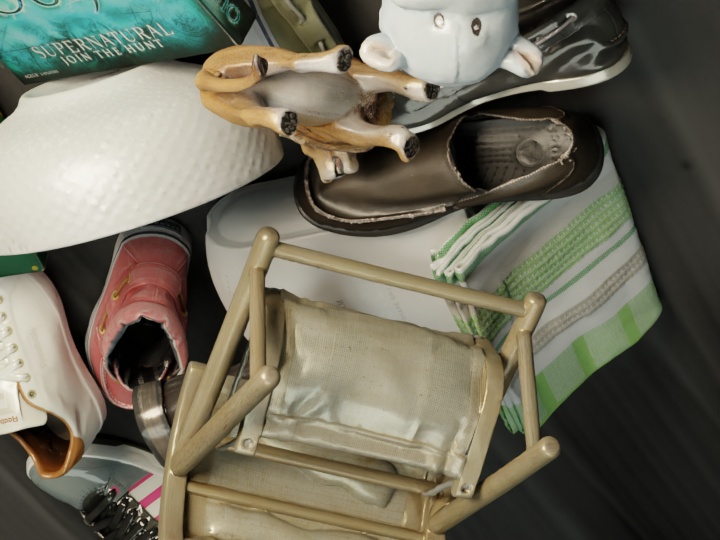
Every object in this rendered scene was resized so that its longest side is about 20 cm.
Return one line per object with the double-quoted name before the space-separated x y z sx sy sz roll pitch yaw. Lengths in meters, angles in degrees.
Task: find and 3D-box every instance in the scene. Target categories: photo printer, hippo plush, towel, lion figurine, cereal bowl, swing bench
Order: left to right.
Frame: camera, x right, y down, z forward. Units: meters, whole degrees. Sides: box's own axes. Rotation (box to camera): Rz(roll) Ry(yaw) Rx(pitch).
"cereal bowl" -0.153 -0.080 1.399 0.199 0.200 0.084 -13 104 18
"lion figurine" -0.038 -0.101 1.309 0.122 0.073 0.200 14 175 38
"swing bench" -0.005 0.101 1.451 0.198 0.130 0.200 14 136 -17
"photo printer" 0.000 0.000 1.555 0.199 0.070 0.167 -10 139 15
"hippo plush" 0.026 -0.180 1.265 0.158 0.162 0.201 5 140 -3
"towel" 0.132 0.012 1.528 0.149 0.031 0.200 -39 137 -11

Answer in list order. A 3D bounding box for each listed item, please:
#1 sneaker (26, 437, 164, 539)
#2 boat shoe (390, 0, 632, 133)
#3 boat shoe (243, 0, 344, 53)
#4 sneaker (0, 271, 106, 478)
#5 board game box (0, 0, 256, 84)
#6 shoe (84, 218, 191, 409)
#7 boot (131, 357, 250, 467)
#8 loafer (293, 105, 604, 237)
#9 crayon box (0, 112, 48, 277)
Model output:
"sneaker" -0.173 0.213 1.782 0.199 0.121 0.084 20 138 -19
"boat shoe" 0.067 -0.132 1.402 0.199 0.067 0.057 -14 121 17
"boat shoe" -0.058 -0.175 1.363 0.062 0.072 0.200 -24 143 2
"sneaker" -0.245 0.062 1.612 0.072 0.085 0.201 -15 122 26
"board game box" -0.173 -0.171 1.333 0.199 0.028 0.135 -5 139 43
"shoe" -0.160 0.058 1.617 0.071 0.091 0.201 9 140 -7
"boot" -0.047 0.102 1.579 0.173 0.070 0.200 -21 150 12
"loafer" 0.051 -0.072 1.430 0.199 0.074 0.071 -12 168 8
"crayon box" -0.326 -0.062 1.507 0.199 0.059 0.173 -9 136 14
